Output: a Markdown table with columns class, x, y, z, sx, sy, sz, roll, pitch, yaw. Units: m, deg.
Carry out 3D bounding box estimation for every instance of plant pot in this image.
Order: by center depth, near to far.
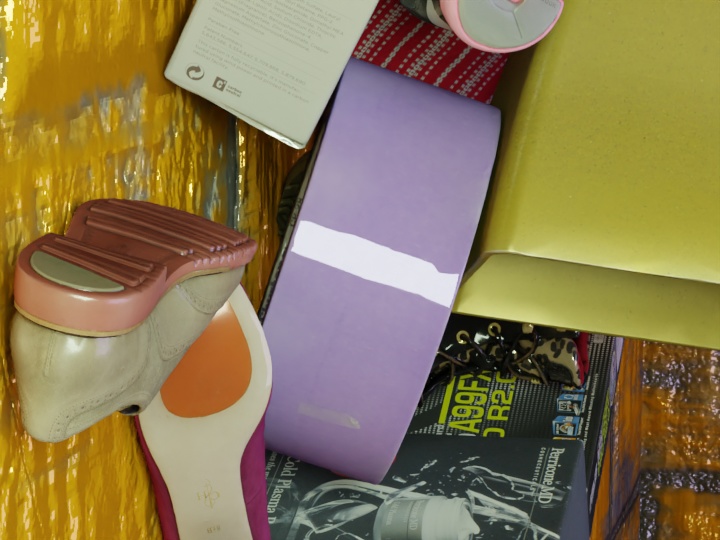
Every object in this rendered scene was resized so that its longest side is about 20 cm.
| class | x | y | z | sx | sy | sz | roll | pitch | yaw |
| --- | --- | --- | --- | --- | --- | --- | --- | --- | --- |
| plant pot | 0.155 | -0.066 | 1.266 | 0.200 | 0.198 | 0.178 | 127 | -30 | -80 |

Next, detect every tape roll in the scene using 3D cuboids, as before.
| class | x | y | z | sx | sy | sz | roll | pitch | yaw |
| --- | --- | --- | --- | --- | --- | --- | --- | --- | --- |
| tape roll | 0.000 | 0.000 | 1.257 | 0.200 | 0.084 | 0.202 | -162 | -90 | -86 |

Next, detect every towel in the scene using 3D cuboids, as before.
| class | x | y | z | sx | sy | sz | roll | pitch | yaw |
| --- | --- | --- | --- | --- | --- | --- | --- | --- | --- |
| towel | 0.040 | -0.127 | 1.336 | 0.199 | 0.145 | 0.023 | 22 | 27 | -49 |

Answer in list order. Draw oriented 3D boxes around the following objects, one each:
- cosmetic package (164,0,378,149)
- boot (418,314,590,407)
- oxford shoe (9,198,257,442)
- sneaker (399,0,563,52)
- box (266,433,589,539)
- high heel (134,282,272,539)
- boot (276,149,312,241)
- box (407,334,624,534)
| class | x | y | z | sx | sy | sz | roll | pitch | yaw |
| --- | --- | --- | --- | --- | --- | --- | --- | --- | --- |
| cosmetic package | -0.011 | -0.174 | 1.160 | 0.201 | 0.081 | 0.113 | -59 | -173 | 37 |
| boot | 0.064 | 0.054 | 1.551 | 0.201 | 0.149 | 0.074 | -74 | 161 | -48 |
| oxford shoe | -0.099 | 0.018 | 1.042 | 0.200 | 0.070 | 0.075 | -28 | 134 | -69 |
| sneaker | 0.072 | -0.199 | 1.171 | 0.095 | 0.079 | 0.201 | 11 | -106 | 62 |
| box | 0.019 | 0.179 | 1.304 | 0.200 | 0.181 | 0.105 | -68 | 156 | -57 |
| high heel | -0.077 | 0.078 | 1.186 | 0.096 | 0.067 | 0.202 | -130 | -143 | -74 |
| boot | 0.001 | -0.077 | 1.470 | 0.176 | 0.066 | 0.201 | 81 | 14 | -52 |
| box | 0.083 | 0.086 | 1.627 | 0.201 | 0.159 | 0.045 | -72 | 161 | -49 |
